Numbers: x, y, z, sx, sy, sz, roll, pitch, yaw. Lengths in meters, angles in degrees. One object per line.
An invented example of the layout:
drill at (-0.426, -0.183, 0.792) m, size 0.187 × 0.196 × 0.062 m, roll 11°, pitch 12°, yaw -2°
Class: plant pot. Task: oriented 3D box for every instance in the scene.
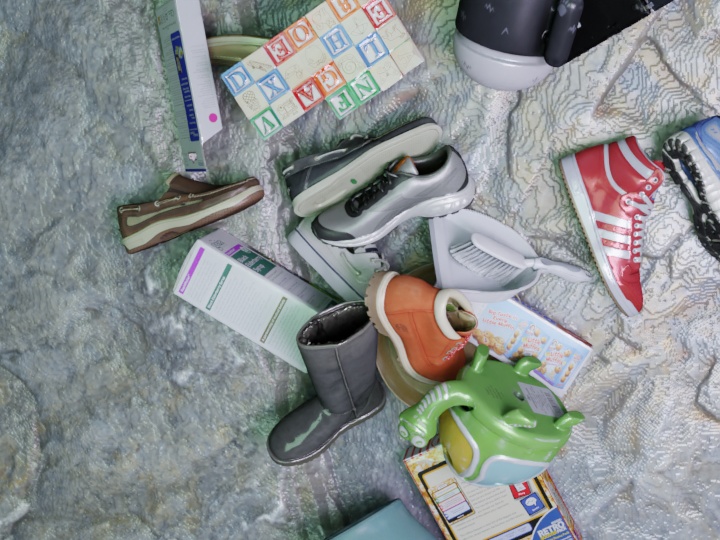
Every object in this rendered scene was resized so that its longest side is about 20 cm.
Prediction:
plant pot at (0.037, 0.395, 1.195) m, size 0.199 × 0.200 × 0.189 m, roll -32°, pitch 78°, yaw 15°
plant pot at (0.113, 0.086, 1.192) m, size 0.198 × 0.027 × 0.202 m, roll 2°, pitch 101°, yaw 10°

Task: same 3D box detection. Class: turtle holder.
turtle holder at (0.146, 0.178, 1.083) m, size 0.141 × 0.185 × 0.132 m, roll 43°, pitch 120°, yaw 26°

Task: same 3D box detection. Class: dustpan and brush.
dustpan and brush at (0.181, -0.009, 1.129) m, size 0.198 × 0.140 × 0.057 m, roll 21°, pitch 131°, yaw -23°

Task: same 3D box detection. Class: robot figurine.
robot figurine at (0.170, -0.294, 1.040) m, size 0.123 × 0.151 × 0.202 m, roll 12°, pitch 123°, yaw 2°

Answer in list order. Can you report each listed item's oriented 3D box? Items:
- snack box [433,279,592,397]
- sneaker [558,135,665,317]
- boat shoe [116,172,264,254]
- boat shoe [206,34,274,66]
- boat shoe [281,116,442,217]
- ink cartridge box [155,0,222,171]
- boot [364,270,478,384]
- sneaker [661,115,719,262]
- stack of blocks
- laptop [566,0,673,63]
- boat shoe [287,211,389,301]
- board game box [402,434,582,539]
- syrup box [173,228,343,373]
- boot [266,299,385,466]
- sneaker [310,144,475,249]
snack box at (0.173, 0.069, 1.151) m, size 0.199 × 0.024 × 0.072 m, roll 31°, pitch 104°, yaw 3°
sneaker at (0.312, -0.054, 1.102) m, size 0.112 × 0.071 × 0.202 m, roll -22°, pitch 94°, yaw 18°
boat shoe at (-0.218, -0.086, 1.198) m, size 0.200 × 0.075 × 0.076 m, roll -20°, pitch 93°, yaw 15°
boat shoe at (-0.095, -0.236, 1.143) m, size 0.198 × 0.074 × 0.070 m, roll 8°, pitch 97°, yaw 9°
boat shoe at (0.000, -0.137, 1.148) m, size 0.198 × 0.072 × 0.068 m, roll -26°, pitch 62°, yaw 7°
ink cartridge box at (-0.203, -0.220, 1.157) m, size 0.037 × 0.094 × 0.202 m, roll -11°, pitch 100°, yaw -24°
boot at (0.092, 0.075, 1.088) m, size 0.106 × 0.200 × 0.076 m, roll 5°, pitch 61°, yaw 32°
sneaker at (0.414, -0.081, 1.068) m, size 0.089 × 0.079 × 0.201 m, roll -34°, pitch 112°, yaw -8°
stack of blocks at (-0.042, -0.227, 1.082) m, size 0.199 × 0.059 × 0.116 m, roll -33°, pitch 100°, yaw 6°
laptop at (0.275, -0.360, 1.079) m, size 0.199 × 0.103 × 0.178 m, roll -26°, pitch 95°, yaw 41°
boat shoe at (0.000, 0.000, 1.164) m, size 0.200 × 0.071 × 0.070 m, roll 44°, pitch 98°, yaw 21°
board game box at (0.166, 0.286, 1.212) m, size 0.150 × 0.046 × 0.201 m, roll -27°, pitch 95°, yaw 15°
syrup box at (-0.123, 0.035, 1.201) m, size 0.199 × 0.079 × 0.082 m, roll 32°, pitch 106°, yaw 3°
boot at (-0.047, 0.136, 1.134) m, size 0.181 × 0.201 × 0.073 m, roll -34°, pitch 63°, yaw -13°
sneaker at (0.033, -0.090, 1.129) m, size 0.198 × 0.074 × 0.080 m, roll -22°, pitch 128°, yaw 1°
